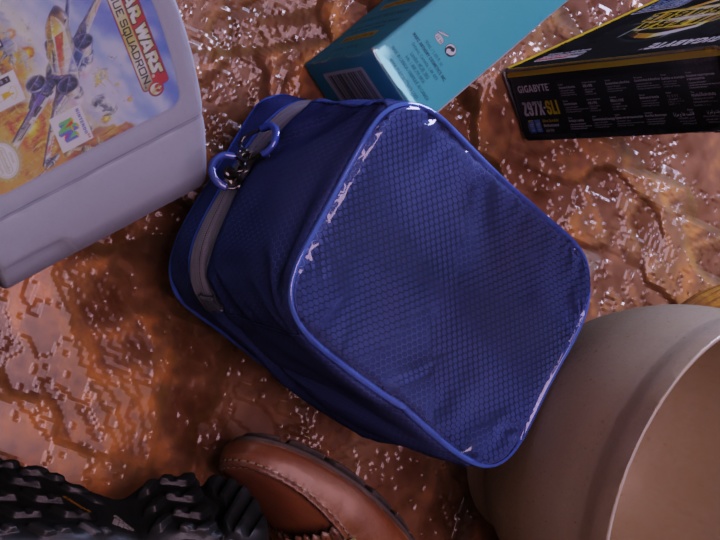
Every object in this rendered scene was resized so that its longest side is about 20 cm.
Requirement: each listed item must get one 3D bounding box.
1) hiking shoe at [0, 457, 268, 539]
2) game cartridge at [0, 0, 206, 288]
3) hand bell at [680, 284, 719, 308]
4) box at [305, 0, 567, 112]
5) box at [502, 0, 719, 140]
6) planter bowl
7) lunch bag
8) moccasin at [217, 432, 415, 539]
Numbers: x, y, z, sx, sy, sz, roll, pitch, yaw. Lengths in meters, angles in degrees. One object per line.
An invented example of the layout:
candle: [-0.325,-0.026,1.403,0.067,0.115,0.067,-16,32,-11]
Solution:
hiking shoe: [-0.145,0.146,0.975,0.199,0.074,0.087,7,113,-15]
game cartridge: [-0.149,-0.102,0.950,0.133,0.042,0.201,-27,123,-12]
hand bell: [0.263,0.005,1.198,0.199,0.104,0.105,-21,101,-12]
box: [0.070,-0.153,1.080,0.200,0.082,0.049,-42,108,-21]
box: [0.197,-0.121,1.081,0.159,0.200,0.050,-24,103,-25]
planter bowl: [0.143,0.105,1.076,0.200,0.134,0.201,-18,116,-40]
lunch bag: [0.000,0.000,1.017,0.200,0.132,0.136,41,71,-31]
moccasin: [-0.009,0.166,1.053,0.078,0.074,0.202,-49,120,-27]
